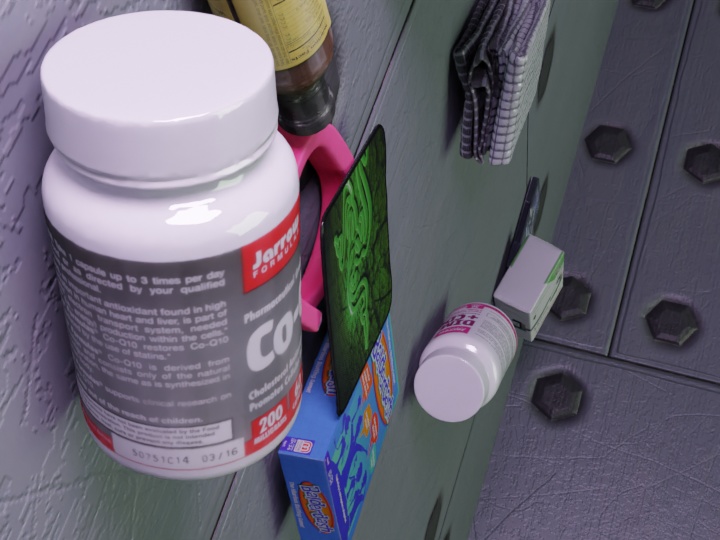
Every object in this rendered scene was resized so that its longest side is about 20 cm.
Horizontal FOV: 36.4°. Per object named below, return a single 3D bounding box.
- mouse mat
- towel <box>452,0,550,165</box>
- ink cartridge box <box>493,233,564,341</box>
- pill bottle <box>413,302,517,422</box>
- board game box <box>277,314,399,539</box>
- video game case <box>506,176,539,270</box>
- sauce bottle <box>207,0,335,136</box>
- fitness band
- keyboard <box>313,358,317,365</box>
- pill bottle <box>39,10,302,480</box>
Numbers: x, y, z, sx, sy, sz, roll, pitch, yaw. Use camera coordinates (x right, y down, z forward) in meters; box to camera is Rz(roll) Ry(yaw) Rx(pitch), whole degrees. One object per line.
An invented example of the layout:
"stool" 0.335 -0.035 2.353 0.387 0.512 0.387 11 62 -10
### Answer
"mouse mat" 0.000 0.000 0.901 0.161 0.008 0.200 -63 154 -49
"towel" 0.169 -0.245 1.333 0.166 0.085 0.200 91 17 -45
"ink cartridge box" 0.333 0.038 2.157 0.146 0.084 0.200 -59 161 -12
"pill bottle" 0.144 0.125 1.507 0.200 0.113 0.114 -43 144 -66
"board game box" -0.014 0.135 1.005 0.152 0.045 0.200 81 22 -45
"video game case" 0.334 -0.073 2.242 0.143 0.019 0.200 66 39 -68
"sauce bottle" -0.051 -0.144 0.624 0.200 0.065 0.065 74 32 -65
"fitness band" -0.041 -0.032 0.813 0.200 0.037 0.144 52 53 -73
"keyboard" -0.016 0.099 1.079 0.200 0.011 0.056 -16 118 -74
"pill bottle" -0.084 -0.008 0.511 0.114 0.114 0.200 -60 159 -48
